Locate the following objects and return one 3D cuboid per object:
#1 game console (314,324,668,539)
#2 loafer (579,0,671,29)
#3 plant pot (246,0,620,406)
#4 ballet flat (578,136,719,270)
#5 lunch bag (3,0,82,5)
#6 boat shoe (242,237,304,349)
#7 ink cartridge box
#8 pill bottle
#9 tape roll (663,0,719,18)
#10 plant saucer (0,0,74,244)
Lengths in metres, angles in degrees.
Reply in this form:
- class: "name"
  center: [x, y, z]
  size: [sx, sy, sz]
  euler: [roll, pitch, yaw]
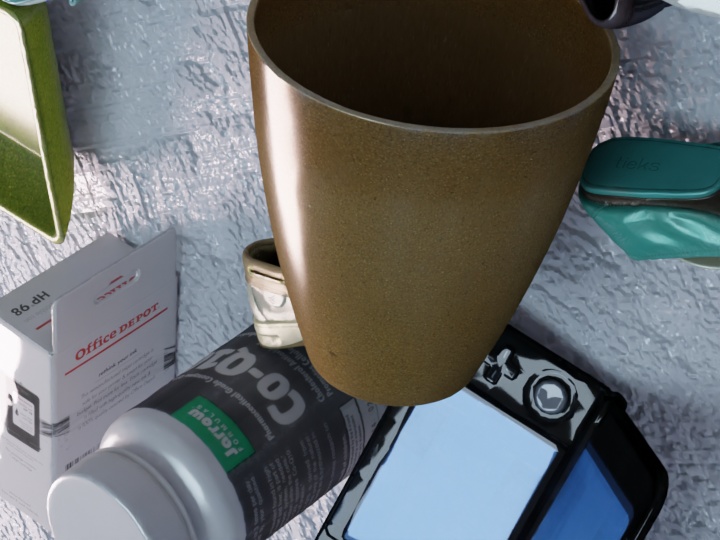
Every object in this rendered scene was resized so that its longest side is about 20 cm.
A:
- class: "game console"
  center: [0.062, 0.145, 1.396]
  size: [0.175, 0.116, 0.201]
  euler: [32, 103, 14]
- class: "loafer"
  center: [0.100, -0.211, 1.214]
  size: [0.072, 0.063, 0.201]
  euler: [-15, 106, 50]
- class: "plant pot"
  center: [0.026, -0.038, 1.306]
  size: [0.186, 0.186, 0.201]
  euler: [30, 131, 28]
- class: "ballet flat"
  center: [0.199, -0.030, 1.254]
  size: [0.199, 0.068, 0.070]
  euler: [5, 145, 44]
- class: "lunch bag"
  center: [-0.167, -0.241, 1.458]
  size: [0.200, 0.077, 0.161]
  euler: [-16, 106, 50]
- class: "boat shoe"
  center: [0.000, 0.000, 1.461]
  size: [0.199, 0.074, 0.067]
  euler: [-12, 105, 45]
- class: "ink cartridge box"
  center: [-0.182, 0.058, 1.658]
  size: [0.067, 0.116, 0.201]
  euler: [31, 135, 29]
- class: "pill bottle"
  center: [-0.086, 0.115, 1.531]
  size: [0.113, 0.200, 0.114]
  euler: [25, 133, 31]
- class: "tape roll"
  center: [0.172, -0.212, 1.122]
  size: [0.202, 0.037, 0.204]
  euler: [11, 112, 29]
- class: "plant saucer"
  center: [-0.258, -0.139, 1.630]
  size: [0.199, 0.048, 0.201]
  euler: [30, 145, 28]
